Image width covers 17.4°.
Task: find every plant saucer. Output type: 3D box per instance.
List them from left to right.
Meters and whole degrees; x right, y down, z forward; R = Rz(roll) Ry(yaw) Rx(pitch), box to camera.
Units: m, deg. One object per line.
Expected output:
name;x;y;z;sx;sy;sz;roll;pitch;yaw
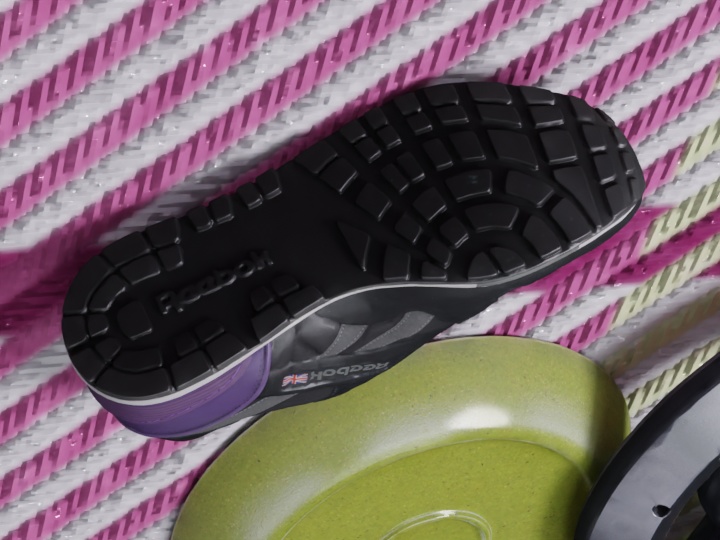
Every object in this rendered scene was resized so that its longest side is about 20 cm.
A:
plant saucer;0.023;0.105;0.955;0.200;0.031;0.200;-15;140;-13

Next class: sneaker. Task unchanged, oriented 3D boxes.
sneaker;0.000;0.000;0.809;0.200;0.076;0.088;-19;156;0

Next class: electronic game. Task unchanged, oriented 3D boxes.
electronic game;0.176;0.077;0.983;0.200;0.042;0.200;-23;145;-17
